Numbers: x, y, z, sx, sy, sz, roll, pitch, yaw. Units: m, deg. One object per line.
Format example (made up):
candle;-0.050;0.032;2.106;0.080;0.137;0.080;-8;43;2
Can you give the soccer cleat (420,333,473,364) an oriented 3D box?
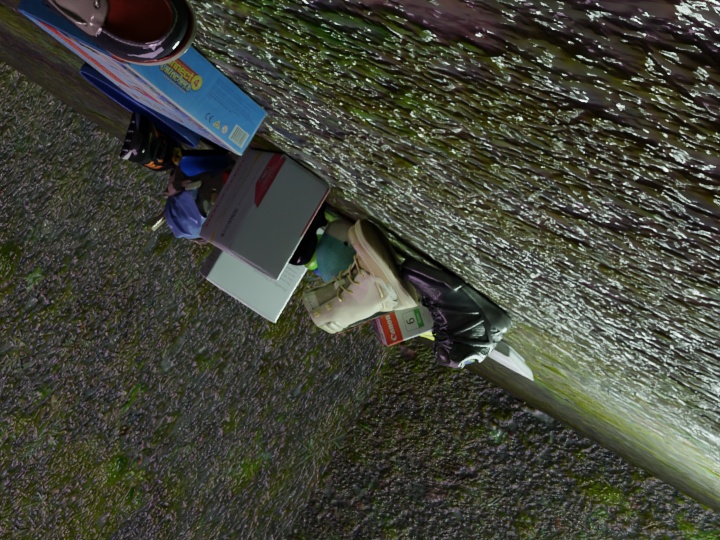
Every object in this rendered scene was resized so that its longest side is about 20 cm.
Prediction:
soccer cleat;0.184;0.132;2.525;0.199;0.065;0.083;38;145;-17

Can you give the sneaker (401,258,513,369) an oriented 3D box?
sneaker;0.121;0.068;1.650;0.199;0.115;0.076;36;173;-29

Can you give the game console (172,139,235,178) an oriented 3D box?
game console;-0.271;-0.216;1.918;0.168;0.120;0.200;0;172;7

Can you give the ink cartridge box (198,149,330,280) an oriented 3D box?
ink cartridge box;-0.135;-0.081;1.571;0.083;0.146;0.200;31;177;-21

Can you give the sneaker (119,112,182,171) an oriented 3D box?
sneaker;-0.306;-0.186;1.715;0.089;0.071;0.200;17;180;-12

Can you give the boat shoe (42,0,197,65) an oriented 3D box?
boat shoe;-0.212;-0.227;0.910;0.199;0.072;0.063;35;176;26

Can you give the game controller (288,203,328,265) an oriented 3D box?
game controller;-0.097;-0.061;1.821;0.042;0.105;0.200;27;177;-14

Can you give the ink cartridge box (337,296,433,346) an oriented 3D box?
ink cartridge box;0.060;0.082;1.790;0.109;0.197;0.051;173;77;-84

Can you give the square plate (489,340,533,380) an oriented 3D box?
square plate;0.238;0.138;2.244;0.199;0.029;0.198;31;176;28

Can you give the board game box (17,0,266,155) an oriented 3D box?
board game box;-0.226;-0.218;1.205;0.195;0.056;0.200;30;176;35

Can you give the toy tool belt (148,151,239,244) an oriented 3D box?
toy tool belt;-0.249;-0.106;1.780;0.199;0.122;0.126;-28;85;59

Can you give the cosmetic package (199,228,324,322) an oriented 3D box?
cosmetic package;-0.194;-0.033;2.264;0.165;0.202;0.167;32;177;-12

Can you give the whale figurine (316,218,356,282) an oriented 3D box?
whale figurine;0.000;0.000;1.802;0.158;0.105;0.200;30;174;22

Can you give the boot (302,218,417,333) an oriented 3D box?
boot;-0.017;0.014;1.654;0.200;0.153;0.074;52;-158;-54

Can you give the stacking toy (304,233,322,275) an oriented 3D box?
stacking toy;-0.083;-0.032;1.997;0.198;0.086;0.085;22;-179;-24

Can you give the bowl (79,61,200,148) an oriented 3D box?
bowl;-0.314;-0.249;1.675;0.199;0.040;0.201;32;177;2
